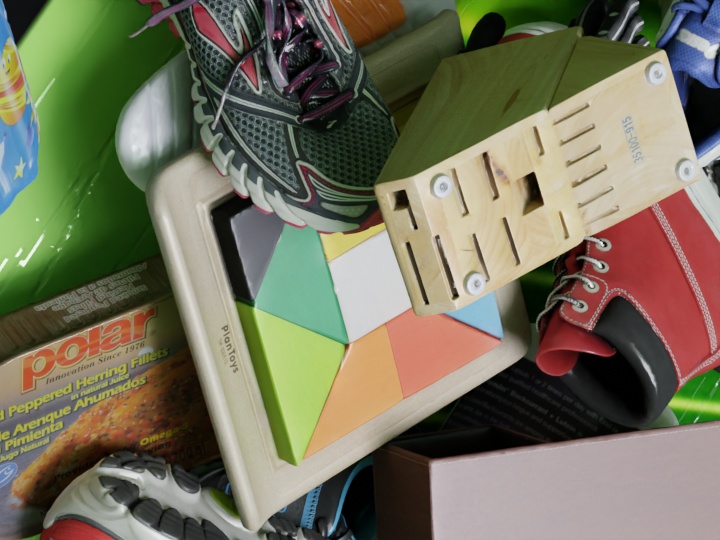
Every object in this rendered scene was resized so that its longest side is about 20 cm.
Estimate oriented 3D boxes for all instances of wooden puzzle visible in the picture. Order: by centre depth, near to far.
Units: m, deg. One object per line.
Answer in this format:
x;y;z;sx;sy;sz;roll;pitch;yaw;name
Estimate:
0.000;0.000;1.330;0.200;0.037;0.185;-33;122;-32;wooden puzzle

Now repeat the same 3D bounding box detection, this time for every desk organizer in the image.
0.108;0.113;1.404;0.200;0.072;0.077;-6;98;-24;desk organizer

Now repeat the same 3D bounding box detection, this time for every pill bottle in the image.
0.097;0.098;1.497;0.111;0.111;0.200;38;82;-42;pill bottle

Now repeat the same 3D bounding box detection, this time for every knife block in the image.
0.059;-0.061;1.289;0.200;0.175;0.064;-28;111;-24;knife block

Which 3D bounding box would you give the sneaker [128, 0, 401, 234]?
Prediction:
-0.044;-0.104;1.249;0.081;0.075;0.200;-29;79;-30;sneaker

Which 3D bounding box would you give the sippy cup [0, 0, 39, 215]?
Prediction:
-0.196;-0.080;1.180;0.177;0.140;0.130;-15;138;9;sippy cup

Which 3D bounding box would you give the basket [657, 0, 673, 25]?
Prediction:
0.260;-0.142;1.493;0.200;0.176;0.139;16;54;-30;basket

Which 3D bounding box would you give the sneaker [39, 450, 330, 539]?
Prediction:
-0.065;0.157;1.354;0.200;0.077;0.085;35;117;-21;sneaker

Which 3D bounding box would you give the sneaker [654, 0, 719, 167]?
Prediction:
0.184;-0.127;1.359;0.088;0.075;0.200;-39;148;-37;sneaker

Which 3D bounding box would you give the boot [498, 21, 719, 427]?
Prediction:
0.105;-0.024;1.409;0.200;0.072;0.144;53;44;5;boot

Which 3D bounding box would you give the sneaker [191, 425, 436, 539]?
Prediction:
-0.049;0.129;1.409;0.200;0.082;0.073;-39;129;-20;sneaker

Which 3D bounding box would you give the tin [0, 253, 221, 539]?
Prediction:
-0.117;0.054;1.329;0.200;0.042;0.112;-21;138;-24;tin

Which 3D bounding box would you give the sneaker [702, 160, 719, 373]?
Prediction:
0.210;-0.028;1.582;0.089;0.077;0.200;-49;137;-31;sneaker

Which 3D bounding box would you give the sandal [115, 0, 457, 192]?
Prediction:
-0.044;-0.099;1.337;0.206;0.059;0.079;-31;108;-32;sandal
